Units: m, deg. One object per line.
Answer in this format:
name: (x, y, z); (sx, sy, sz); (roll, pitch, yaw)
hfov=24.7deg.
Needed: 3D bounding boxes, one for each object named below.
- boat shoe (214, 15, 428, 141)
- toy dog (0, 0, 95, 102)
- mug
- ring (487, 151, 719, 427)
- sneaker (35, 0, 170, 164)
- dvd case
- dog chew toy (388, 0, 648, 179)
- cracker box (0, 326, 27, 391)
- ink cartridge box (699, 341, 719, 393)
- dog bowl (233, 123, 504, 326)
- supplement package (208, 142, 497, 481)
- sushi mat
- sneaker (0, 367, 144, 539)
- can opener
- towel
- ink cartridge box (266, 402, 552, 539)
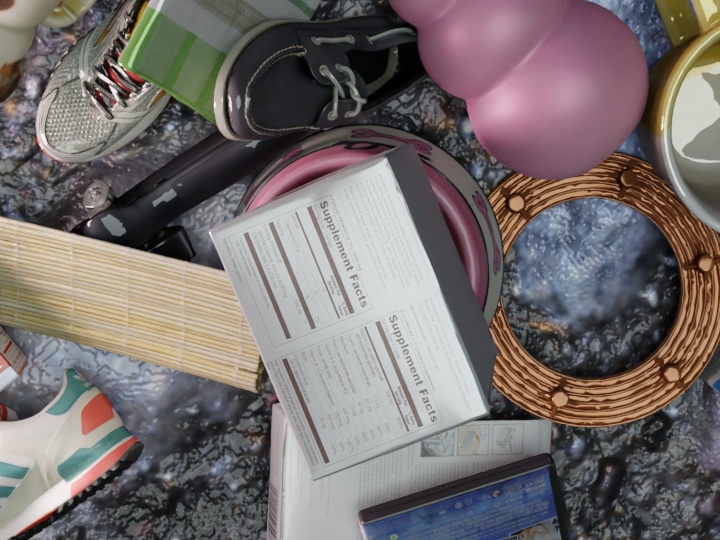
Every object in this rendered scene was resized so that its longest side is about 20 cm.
boat shoe: (-0.019, -0.128, 1.069); (0.063, 0.200, 0.073); (10, 112, 31)
toy dog: (-0.227, -0.192, 1.051); (0.139, 0.194, 0.200); (31, 129, -22)
mug: (0.259, -0.120, 1.115); (0.149, 0.153, 0.187); (6, 98, -6)
ring: (0.166, 0.012, 1.178); (0.200, 0.019, 0.201); (0, 89, -2)
sneaker: (-0.149, -0.151, 1.102); (0.078, 0.082, 0.200); (44, 102, -3)
dvd case: (0.086, 0.230, 1.189); (0.142, 0.018, 0.200); (-17, 122, -5)
dog chew toy: (0.096, -0.155, 1.085); (0.200, 0.125, 0.125); (44, 93, -12)
cracker box: (-0.345, 0.032, 1.133); (0.134, 0.058, 0.200); (-37, 100, 2)
ink cartridge box: (0.336, 0.024, 1.165); (0.067, 0.116, 0.200); (37, 95, -9)
dog bowl: (0.000, 0.000, 1.134); (0.200, 0.074, 0.201); (1, 97, 5)
supplement package: (0.004, 0.016, 0.997); (0.111, 0.200, 0.156); (-22, 94, 7)
sushi mat: (-0.157, 0.023, 1.119); (0.200, 0.012, 0.096); (14, 125, 13)
sneaker: (-0.256, 0.147, 1.163); (0.200, 0.070, 0.093); (-34, 84, 2)
can opener: (-0.118, -0.059, 1.136); (0.200, 0.063, 0.079); (-38, 122, 5)
towel: (-0.070, -0.196, 1.042); (0.031, 0.149, 0.200); (29, 90, 30)
ink cartridge box: (0.035, 0.152, 1.189); (0.200, 0.050, 0.109); (0, 99, -15)
